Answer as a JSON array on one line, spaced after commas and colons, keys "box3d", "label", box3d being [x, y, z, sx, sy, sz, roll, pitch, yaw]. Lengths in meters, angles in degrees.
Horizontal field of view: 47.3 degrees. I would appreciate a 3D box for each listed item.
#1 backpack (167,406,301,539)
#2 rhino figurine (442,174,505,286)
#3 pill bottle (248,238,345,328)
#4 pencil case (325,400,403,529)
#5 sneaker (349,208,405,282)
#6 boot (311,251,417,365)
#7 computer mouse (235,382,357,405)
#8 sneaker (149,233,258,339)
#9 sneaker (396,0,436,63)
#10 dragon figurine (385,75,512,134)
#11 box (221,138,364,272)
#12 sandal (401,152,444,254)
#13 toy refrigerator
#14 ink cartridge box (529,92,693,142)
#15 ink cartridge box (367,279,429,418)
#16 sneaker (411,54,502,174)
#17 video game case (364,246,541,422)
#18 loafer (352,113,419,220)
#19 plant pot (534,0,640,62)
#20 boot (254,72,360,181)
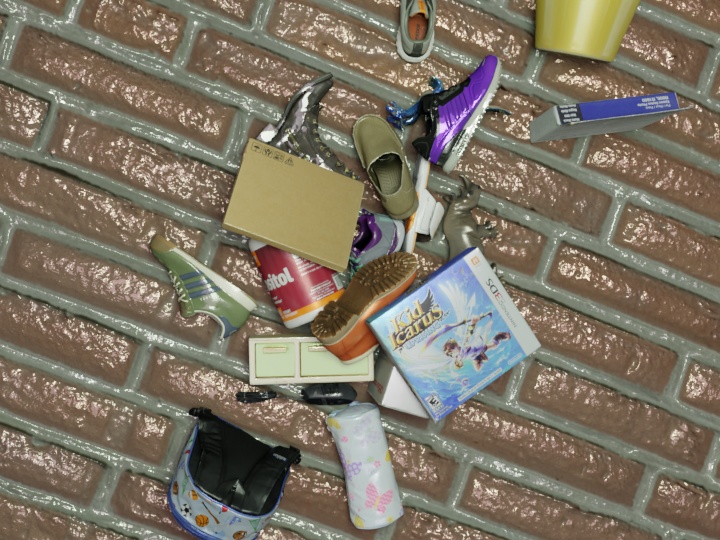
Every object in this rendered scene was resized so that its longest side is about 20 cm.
[{"box3d": [-0.210, 0.333, 1.269, 0.200, 0.191, 0.154, 25, 105, -5], "label": "backpack"}, {"box3d": [0.181, -0.062, 1.365, 0.087, 0.060, 0.201, -8, 90, -8], "label": "rhino figurine"}, {"box3d": [-0.108, -0.018, 1.312, 0.113, 0.113, 0.200, -25, 92, -4], "label": "pill bottle"}, {"box3d": [0.007, 0.318, 1.342, 0.090, 0.083, 0.200, -15, 92, -1], "label": "pencil case"}, {"box3d": [0.000, 0.000, 1.324, 0.087, 0.074, 0.200, 14, 94, -38], "label": "sneaker"}, {"box3d": [0.021, 0.059, 1.283, 0.200, 0.075, 0.107, -42, 134, -10], "label": "boot"}, {"box3d": [-0.105, 0.199, 1.349, 0.199, 0.059, 0.034, 0, 69, -1], "label": "computer mouse"}, {"box3d": [-0.269, 0.033, 1.319, 0.200, 0.067, 0.090, 36, 82, -8], "label": "sneaker"}, {"box3d": [0.097, -0.447, 1.342, 0.074, 0.079, 0.201, 0, 89, -3], "label": "sneaker"}, {"box3d": [0.141, -0.255, 1.358, 0.200, 0.059, 0.100, 19, 89, -5], "label": "dragon figurine"}, {"box3d": [-0.100, -0.101, 1.263, 0.200, 0.021, 0.164, 21, 59, -15], "label": "box"}, {"box3d": [0.111, -0.113, 1.348, 0.059, 0.079, 0.207, 12, 87, -4], "label": "sandal"}, {"box3d": [-0.080, 0.142, 1.338, 0.199, 0.070, 0.076, -1, 91, -5], "label": "toy refrigerator"}, {"box3d": [0.392, -0.248, 1.311, 0.199, 0.200, 0.041, -8, 92, -6], "label": "ink cartridge box"}, {"box3d": [0.088, 0.120, 1.315, 0.084, 0.145, 0.200, 18, 89, -8], "label": "ink cartridge box"}, {"box3d": [0.146, -0.262, 1.294, 0.099, 0.070, 0.200, 27, 88, -2], "label": "sneaker"}, {"box3d": [0.139, 0.094, 1.226, 0.200, 0.045, 0.181, -35, 96, -7], "label": "video game case"}, {"box3d": [0.040, -0.178, 1.314, 0.076, 0.067, 0.200, -26, 65, 3], "label": "loafer"}, {"box3d": [0.363, -0.440, 1.321, 0.200, 0.201, 0.189, 9, 106, -5], "label": "plant pot"}, {"box3d": [-0.066, -0.201, 1.342, 0.174, 0.069, 0.200, 42, 94, -7], "label": "boot"}]
